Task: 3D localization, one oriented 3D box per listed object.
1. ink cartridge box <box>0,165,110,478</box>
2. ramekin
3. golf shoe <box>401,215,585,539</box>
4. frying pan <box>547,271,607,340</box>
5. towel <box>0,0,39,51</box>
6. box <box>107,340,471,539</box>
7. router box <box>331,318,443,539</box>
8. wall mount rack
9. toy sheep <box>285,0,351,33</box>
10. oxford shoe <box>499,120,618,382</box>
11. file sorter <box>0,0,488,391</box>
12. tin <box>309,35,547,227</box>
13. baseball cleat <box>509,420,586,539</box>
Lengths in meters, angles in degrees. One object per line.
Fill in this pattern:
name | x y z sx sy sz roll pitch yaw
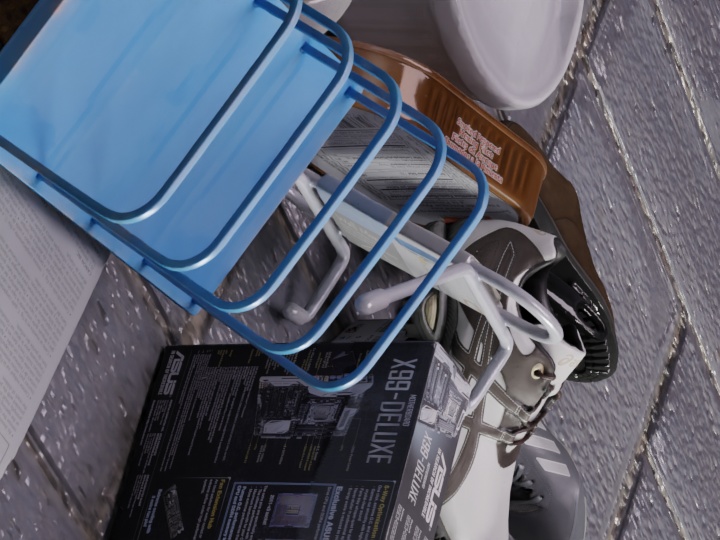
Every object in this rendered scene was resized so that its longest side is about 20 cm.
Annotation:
ink cartridge box | -0.191 0.011 1.304 0.162 0.050 0.200 60 44 -42
ramekin | 0.050 -0.190 1.715 0.202 0.094 0.203 8 81 -62
golf shoe | 0.077 0.070 1.644 0.078 0.094 0.201 -30 117 -67
frying pan | 0.074 -0.034 1.761 0.190 0.031 0.115 20 67 -38
towel | -0.105 -0.180 1.369 0.200 0.022 0.147 -24 88 -33
box | -0.045 0.129 1.451 0.050 0.157 0.200 54 43 -47
router box | -0.009 0.129 1.628 0.200 0.051 0.150 -39 122 -59
wall mount rack | 0.000 0.000 1.534 0.075 0.200 0.174 -55 151 -11
toy sheep | -0.048 -0.180 1.489 0.138 0.138 0.200 -16 87 -62
oxford shoe | 0.121 -0.012 1.867 0.200 0.073 0.085 65 34 -37
file sorter | -0.053 -0.052 1.327 0.139 0.123 0.200 -53 143 -4
tin | 0.020 -0.070 1.622 0.200 0.112 0.042 33 69 -47
baseball cleat | 0.072 0.102 1.788 0.106 0.070 0.200 -41 115 -49
